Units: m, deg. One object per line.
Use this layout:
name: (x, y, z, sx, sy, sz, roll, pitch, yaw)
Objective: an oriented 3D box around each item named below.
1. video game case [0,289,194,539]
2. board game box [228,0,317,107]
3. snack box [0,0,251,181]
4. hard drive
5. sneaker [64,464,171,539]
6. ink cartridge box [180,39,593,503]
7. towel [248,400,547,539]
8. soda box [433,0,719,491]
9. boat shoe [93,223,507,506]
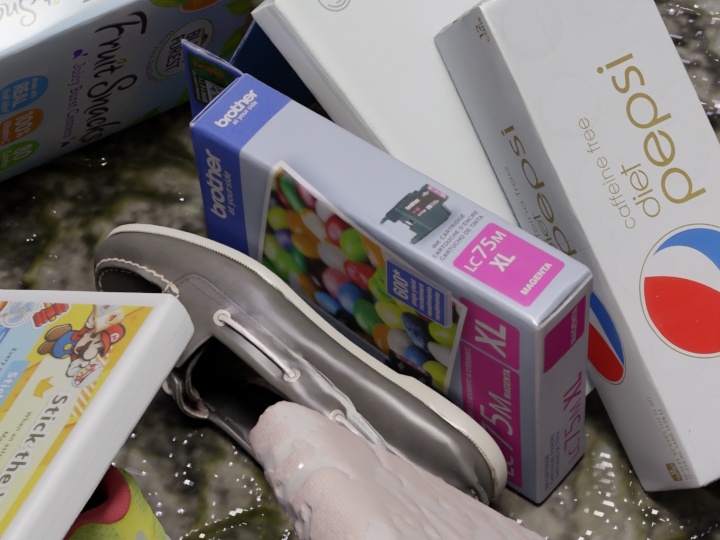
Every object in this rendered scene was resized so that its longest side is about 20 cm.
video game case: (-0.174, 0.083, 0.904, 0.181, 0.023, 0.200, 1, 45, 37)
board game box: (-0.005, -0.152, 1.083, 0.039, 0.200, 0.158, 37, 25, 14)
snack box: (-0.144, -0.087, 1.076, 0.199, 0.142, 0.053, -25, 78, -17)
hard drive: (0.063, -0.064, 1.043, 0.132, 0.027, 0.200, -44, 102, -28)
sneaker: (-0.154, 0.073, 0.981, 0.199, 0.090, 0.078, 18, 55, 19)
ink cartridge box: (0.000, 0.000, 1.014, 0.200, 0.120, 0.042, 33, 61, 26)
towel: (0.065, 0.136, 0.832, 0.032, 0.191, 0.200, -51, 37, 10)
soda box: (0.105, -0.019, 0.994, 0.068, 0.064, 0.201, -25, 90, -16)
boat shoe: (-0.036, 0.047, 1.012, 0.200, 0.067, 0.057, 31, 53, 21)
